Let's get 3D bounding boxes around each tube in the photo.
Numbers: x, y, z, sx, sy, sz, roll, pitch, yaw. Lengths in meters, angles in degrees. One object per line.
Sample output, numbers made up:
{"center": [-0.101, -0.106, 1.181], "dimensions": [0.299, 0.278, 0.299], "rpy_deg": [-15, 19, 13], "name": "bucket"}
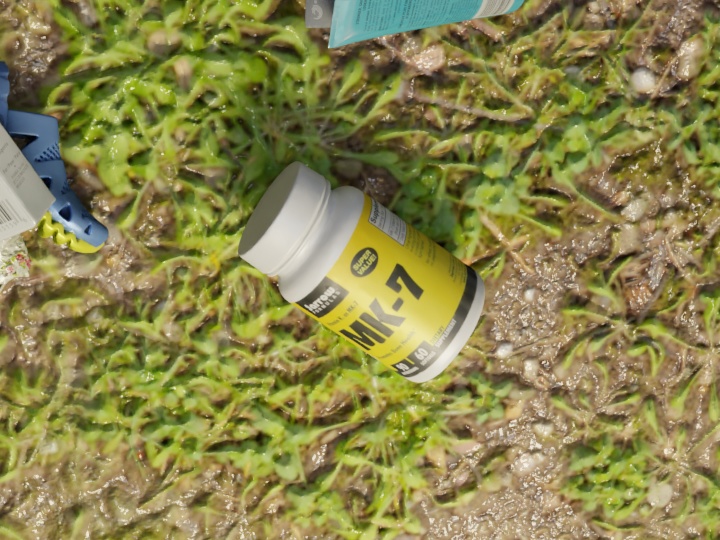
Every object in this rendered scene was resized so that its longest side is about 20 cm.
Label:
{"center": [0.055, -0.227, 1.066], "dimensions": [0.198, 0.050, 0.079], "rpy_deg": [-15, 121, -40], "name": "tube"}

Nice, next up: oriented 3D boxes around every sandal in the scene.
{"center": [-0.276, -0.095, 1.074], "dimensions": [0.087, 0.079, 0.200], "rpy_deg": [-50, 115, -16], "name": "sandal"}

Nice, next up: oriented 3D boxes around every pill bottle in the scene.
{"center": [0.000, 0.000, 1.132], "dimensions": [0.199, 0.114, 0.115], "rpy_deg": [33, 96, -17], "name": "pill bottle"}

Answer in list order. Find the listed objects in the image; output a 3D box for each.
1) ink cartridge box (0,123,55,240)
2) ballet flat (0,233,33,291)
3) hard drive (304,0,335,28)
{"center": [-0.364, -0.082, 1.015], "dimensions": [0.198, 0.044, 0.175], "rpy_deg": [-18, 119, 26], "name": "ink cartridge box"}
{"center": [-0.358, 0.030, 1.093], "dimensions": [0.199, 0.076, 0.064], "rpy_deg": [-34, 127, 2], "name": "ballet flat"}
{"center": [0.021, -0.294, 1.060], "dimensions": [0.134, 0.042, 0.203], "rpy_deg": [-9, 114, -47], "name": "hard drive"}
